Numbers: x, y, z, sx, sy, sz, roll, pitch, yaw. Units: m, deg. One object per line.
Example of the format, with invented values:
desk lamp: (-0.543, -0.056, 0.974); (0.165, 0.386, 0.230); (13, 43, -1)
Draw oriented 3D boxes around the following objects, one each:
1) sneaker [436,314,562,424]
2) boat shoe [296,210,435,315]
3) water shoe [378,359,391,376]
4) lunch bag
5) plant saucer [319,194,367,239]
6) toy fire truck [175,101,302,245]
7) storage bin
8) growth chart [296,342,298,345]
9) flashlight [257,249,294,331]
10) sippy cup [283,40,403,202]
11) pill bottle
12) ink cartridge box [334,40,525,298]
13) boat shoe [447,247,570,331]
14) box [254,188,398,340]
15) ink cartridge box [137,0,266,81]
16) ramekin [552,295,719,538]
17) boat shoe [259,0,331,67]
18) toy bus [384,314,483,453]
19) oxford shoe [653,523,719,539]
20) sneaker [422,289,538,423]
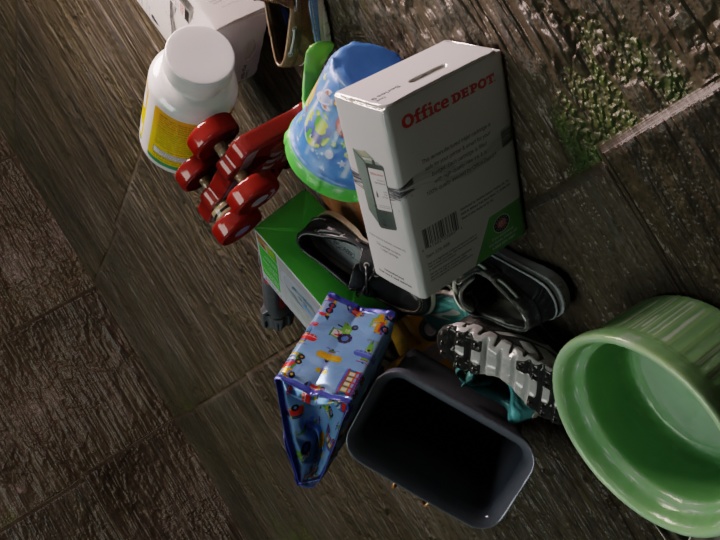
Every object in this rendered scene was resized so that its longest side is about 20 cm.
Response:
sneaker: (0.183, 0.092, 0.936); (0.199, 0.090, 0.067); (27, 134, 32)
boat shoe: (0.000, -0.002, 1.074); (0.199, 0.066, 0.075); (41, 132, 23)
water shoe: (0.049, 0.199, 1.299); (0.199, 0.079, 0.072); (35, 146, 41)
lunch bag: (-0.029, 0.156, 1.061); (0.093, 0.151, 0.202); (17, 133, 15)
plant saucer: (-0.001, -0.087, 1.114); (0.200, 0.032, 0.201); (46, 157, 25)
toy fire truck: (-0.132, -0.134, 1.135); (0.113, 0.167, 0.200); (54, 148, 7)
storage bin: (0.097, 0.190, 1.047); (0.199, 0.134, 0.147); (29, 110, 4)
growth chart: (-0.016, 0.163, 1.237); (0.200, 0.018, 0.145); (50, 162, 7)
flashlight: (-0.131, 0.023, 1.463); (0.067, 0.068, 0.201); (14, 146, 9)
sippy cup: (-0.003, -0.166, 0.956); (0.177, 0.140, 0.131); (30, 139, 3)
pill bottle: (-0.216, -0.215, 1.124); (0.113, 0.112, 0.200); (54, 152, 9)
ink cartridge box: (0.072, -0.100, 0.858); (0.084, 0.145, 0.202); (28, 140, 48)
boat shoe: (0.131, 0.012, 0.950); (0.199, 0.070, 0.073); (18, 129, 56)
box: (-0.044, 0.020, 1.218); (0.200, 0.096, 0.177); (48, 163, 15)
ink cartridge box: (-0.218, -0.359, 1.178); (0.201, 0.082, 0.147); (53, 154, 12)
ramekin: (0.275, 0.120, 0.780); (0.200, 0.097, 0.201); (42, 149, 32)
boat shoe: (-0.086, -0.321, 0.988); (0.072, 0.072, 0.202); (26, 139, 48)
toy bus: (0.097, 0.154, 1.162); (0.201, 0.078, 0.065); (57, 154, 3)
oxford shoe: (0.284, 0.197, 0.895); (0.201, 0.057, 0.075); (55, 158, 15)
sneaker: (0.137, 0.095, 1.025); (0.200, 0.079, 0.078); (42, 150, 33)
